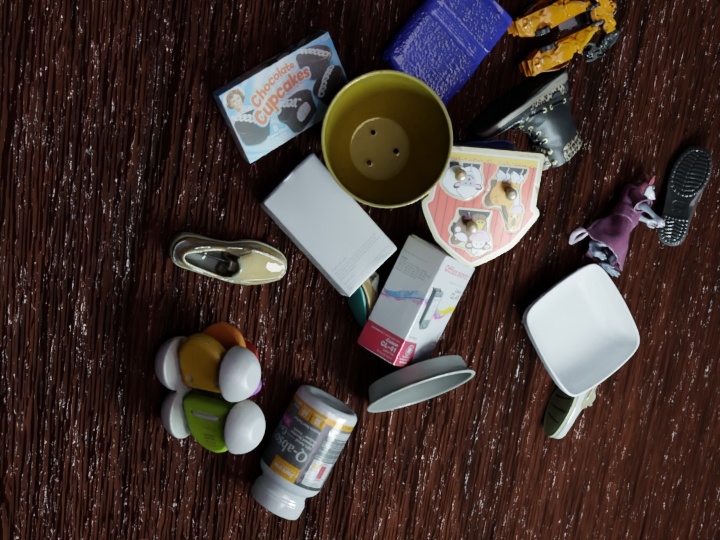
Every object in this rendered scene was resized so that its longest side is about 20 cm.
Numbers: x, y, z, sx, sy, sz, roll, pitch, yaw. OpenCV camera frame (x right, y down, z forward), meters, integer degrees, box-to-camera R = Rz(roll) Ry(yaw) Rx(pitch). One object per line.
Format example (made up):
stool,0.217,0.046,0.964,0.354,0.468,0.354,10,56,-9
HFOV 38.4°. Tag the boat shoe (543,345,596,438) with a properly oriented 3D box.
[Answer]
boat shoe,0.427,0.241,2.025,0.068,0.075,0.203,22,95,-27

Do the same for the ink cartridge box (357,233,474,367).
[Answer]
ink cartridge box,0.094,0.057,1.738,0.203,0.085,0.147,-62,154,5

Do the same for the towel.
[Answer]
towel,0.137,-0.376,1.666,0.147,0.049,0.201,40,87,-26

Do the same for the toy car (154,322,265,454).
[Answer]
toy car,-0.217,0.178,1.617,0.150,0.172,0.204,-37,129,-56

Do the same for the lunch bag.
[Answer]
lunch bag,0.192,-0.141,1.714,0.196,0.133,0.138,-3,116,-7

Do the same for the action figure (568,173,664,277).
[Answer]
action figure,0.491,-0.099,1.948,0.147,0.134,0.202,26,79,9

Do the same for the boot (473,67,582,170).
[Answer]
boot,0.296,-0.241,1.786,0.199,0.073,0.152,-38,121,-19

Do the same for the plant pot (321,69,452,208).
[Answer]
plant pot,0.035,-0.196,1.596,0.196,0.142,0.205,0,91,-4

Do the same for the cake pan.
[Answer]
cake pan,0.100,0.193,1.779,0.197,0.200,0.037,-11,72,-25

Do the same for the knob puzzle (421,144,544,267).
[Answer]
knob puzzle,0.193,-0.095,1.645,0.215,0.031,0.224,-3,116,-6

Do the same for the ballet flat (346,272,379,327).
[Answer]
ballet flat,0.000,0.000,1.709,0.062,0.068,0.203,-31,120,-21

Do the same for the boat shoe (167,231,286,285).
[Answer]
boat shoe,-0.196,-0.008,1.592,0.197,0.076,0.073,6,105,-30

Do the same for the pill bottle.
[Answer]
pill bottle,-0.098,0.305,1.734,0.115,0.116,0.202,27,93,-33

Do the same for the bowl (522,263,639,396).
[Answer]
bowl,0.406,0.111,1.942,0.198,0.075,0.202,-33,97,-14

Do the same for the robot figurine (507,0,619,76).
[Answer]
robot figurine,0.348,-0.415,1.751,0.198,0.058,0.147,-27,108,-17

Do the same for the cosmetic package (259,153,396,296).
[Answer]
cosmetic package,-0.051,-0.069,1.606,0.113,0.081,0.201,-42,96,-7

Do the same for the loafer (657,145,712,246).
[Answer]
loafer,0.623,-0.145,2.010,0.071,0.072,0.203,22,91,-77

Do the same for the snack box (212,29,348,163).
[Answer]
snack box,-0.114,-0.265,1.568,0.198,0.037,0.117,-34,120,-14
